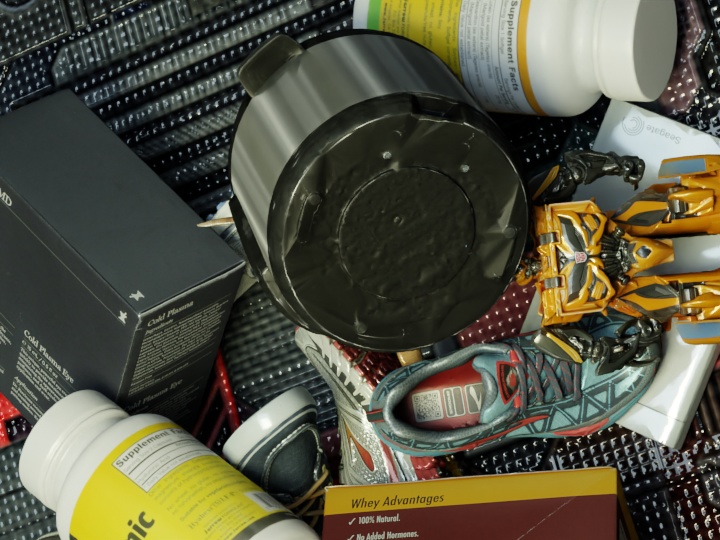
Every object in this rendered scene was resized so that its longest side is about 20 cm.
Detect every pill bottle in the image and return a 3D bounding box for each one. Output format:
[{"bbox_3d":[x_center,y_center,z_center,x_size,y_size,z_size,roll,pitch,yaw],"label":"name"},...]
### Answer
[{"bbox_3d":[-0.128,0.163,1.698,0.200,0.111,0.112,35,100,30],"label":"pill bottle"},{"bbox_3d":[0.105,-0.161,1.738,0.199,0.111,0.112,6,88,27],"label":"pill bottle"}]

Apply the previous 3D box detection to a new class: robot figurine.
[{"bbox_3d":[0.192,-0.012,1.654,0.198,0.058,0.146,-6,83,-6],"label":"robot figurine"}]

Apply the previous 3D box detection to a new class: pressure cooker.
[{"bbox_3d":[0.007,-0.058,1.664,0.177,0.200,0.177,-2,115,-14],"label":"pressure cooker"}]

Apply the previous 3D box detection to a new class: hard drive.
[{"bbox_3d":[0.191,0.001,1.732,0.131,0.027,0.201,24,95,25],"label":"hard drive"}]

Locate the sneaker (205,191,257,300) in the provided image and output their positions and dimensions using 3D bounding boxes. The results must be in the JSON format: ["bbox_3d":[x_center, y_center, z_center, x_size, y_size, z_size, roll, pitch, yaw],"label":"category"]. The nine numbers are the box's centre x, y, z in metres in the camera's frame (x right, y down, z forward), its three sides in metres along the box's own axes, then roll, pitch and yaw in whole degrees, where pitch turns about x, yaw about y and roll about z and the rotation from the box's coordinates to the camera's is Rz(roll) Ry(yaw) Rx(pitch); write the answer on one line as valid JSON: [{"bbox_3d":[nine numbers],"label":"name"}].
[{"bbox_3d":[-0.045,-0.032,1.823,0.085,0.077,0.200,47,105,17],"label":"sneaker"}]

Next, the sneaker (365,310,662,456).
[{"bbox_3d":[0.102,0.079,1.685,0.199,0.096,0.080,-18,85,4],"label":"sneaker"}]

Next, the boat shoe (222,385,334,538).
[{"bbox_3d":[-0.041,0.149,1.753,0.071,0.200,0.091,-35,74,-17],"label":"boat shoe"}]

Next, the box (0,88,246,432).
[{"bbox_3d":[-0.197,0.012,1.830,0.200,0.104,0.183,44,139,22],"label":"box"}]

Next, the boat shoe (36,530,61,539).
[{"bbox_3d":[-0.164,0.229,1.762,0.200,0.060,0.072,18,107,32],"label":"boat shoe"}]

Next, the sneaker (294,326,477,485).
[{"bbox_3d":[0.008,0.119,1.781,0.082,0.078,0.201,-38,71,19],"label":"sneaker"}]

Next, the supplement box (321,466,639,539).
[{"bbox_3d":[0.078,0.249,1.645,0.196,0.133,0.201,-5,53,14],"label":"supplement box"}]

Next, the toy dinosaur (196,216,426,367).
[{"bbox_3d":[0.000,0.000,1.765,0.200,0.106,0.060,45,137,7],"label":"toy dinosaur"}]
